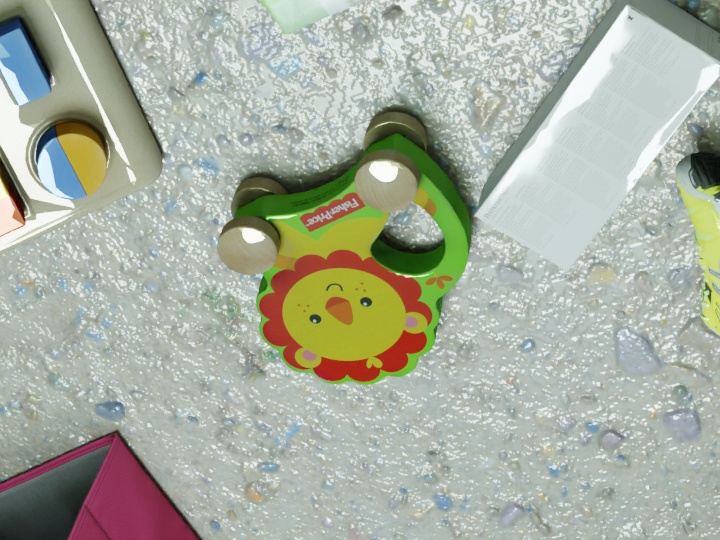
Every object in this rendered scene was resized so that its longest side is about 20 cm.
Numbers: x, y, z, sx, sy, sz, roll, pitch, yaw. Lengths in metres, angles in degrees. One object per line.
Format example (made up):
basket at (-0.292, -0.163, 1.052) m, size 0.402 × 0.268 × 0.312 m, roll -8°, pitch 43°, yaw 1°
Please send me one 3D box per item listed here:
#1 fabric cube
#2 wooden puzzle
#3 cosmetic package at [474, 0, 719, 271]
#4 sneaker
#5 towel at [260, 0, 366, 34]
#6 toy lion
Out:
fabric cube at (-0.248, 0.298, 1.597) m, size 0.195 × 0.201 × 0.200 m, roll -24°, pitch 115°, yaw 25°
wooden puzzle at (-0.263, -0.103, 1.381) m, size 0.199 × 0.046 × 0.186 m, roll -27°, pitch 116°, yaw -5°
cosmetic package at (0.167, -0.100, 1.328) m, size 0.082 × 0.051 × 0.200 m, roll 30°, pitch 124°, yaw -9°
sneaker at (0.270, 0.006, 1.357) m, size 0.076 × 0.076 × 0.201 m, roll -23°, pitch 113°, yaw 25°
towel at (-0.006, -0.254, 1.284) m, size 0.199 × 0.031 × 0.150 m, roll -22°, pitch 114°, yaw 25°
toy lion at (0.000, 0.000, 1.433) m, size 0.199 × 0.069 × 0.192 m, roll -24°, pitch 121°, yaw 26°
